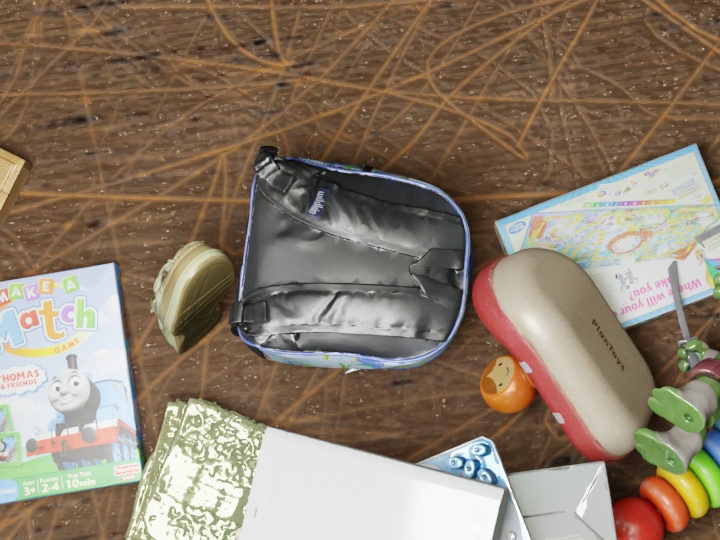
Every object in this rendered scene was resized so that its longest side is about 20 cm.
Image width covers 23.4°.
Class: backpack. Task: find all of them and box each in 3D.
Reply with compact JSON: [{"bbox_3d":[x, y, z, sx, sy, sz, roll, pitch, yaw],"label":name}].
[{"bbox_3d":[0.000,0.000,1.542,0.198,0.147,0.185,7,82,7],"label":"backpack"}]

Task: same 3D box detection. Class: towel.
[{"bbox_3d":[-0.101,0.209,1.568,0.198,0.036,0.150,20,83,-2],"label":"towel"}]

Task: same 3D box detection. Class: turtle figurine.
[{"bbox_3d":[0.288,0.060,1.471,0.194,0.144,0.201,-43,100,-32],"label":"turtle figurine"}]

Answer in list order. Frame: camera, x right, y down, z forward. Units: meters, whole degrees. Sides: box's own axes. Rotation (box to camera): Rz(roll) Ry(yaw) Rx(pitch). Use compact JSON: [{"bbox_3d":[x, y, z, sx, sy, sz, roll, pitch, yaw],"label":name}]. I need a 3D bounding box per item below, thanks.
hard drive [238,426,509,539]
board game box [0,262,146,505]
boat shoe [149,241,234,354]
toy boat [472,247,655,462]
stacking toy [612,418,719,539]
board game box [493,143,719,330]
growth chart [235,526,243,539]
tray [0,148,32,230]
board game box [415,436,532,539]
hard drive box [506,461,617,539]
[{"bbox_3d":[0.005,0.209,1.345,0.198,0.026,0.133,13,87,19],"label":"hard drive"},{"bbox_3d":[-0.283,0.105,1.597,0.150,0.037,0.202,-9,82,1],"label":"board game box"},{"bbox_3d":[-0.156,0.015,1.522,0.073,0.201,0.063,-41,82,-14],"label":"boat shoe"},{"bbox_3d":[0.159,0.082,1.518,0.130,0.131,0.201,-29,101,31],"label":"toy boat"},{"bbox_3d":[0.293,0.180,1.526,0.199,0.085,0.086,-35,83,-10],"label":"stacking toy"},{"bbox_3d":[0.238,-0.016,1.591,0.198,0.034,0.136,-20,82,0],"label":"board game box"},{"bbox_3d":[-0.007,0.265,1.365,0.144,0.018,0.201,-32,75,11],"label":"growth chart"},{"bbox_3d":[-0.419,-0.100,1.629,0.199,0.037,0.099,26,84,6],"label":"tray"},{"bbox_3d":[0.047,0.260,1.372,0.199,0.026,0.202,-24,79,14],"label":"board game box"},{"bbox_3d":[0.130,0.211,1.484,0.154,0.200,0.078,-8,82,1],"label":"hard drive box"}]
